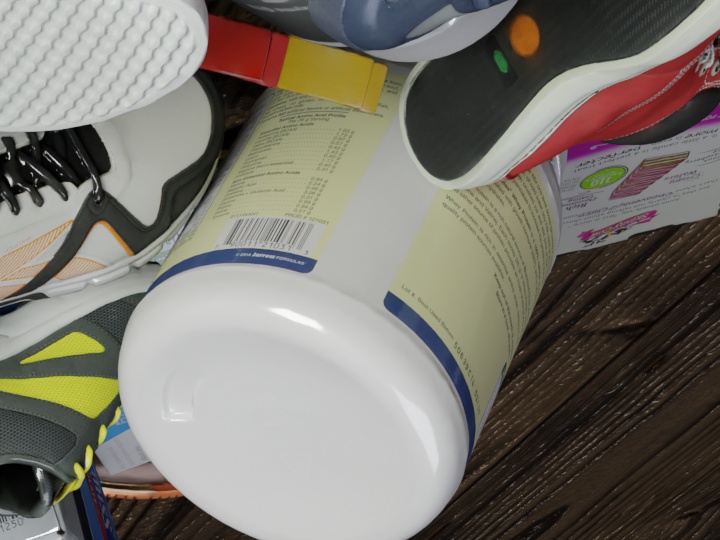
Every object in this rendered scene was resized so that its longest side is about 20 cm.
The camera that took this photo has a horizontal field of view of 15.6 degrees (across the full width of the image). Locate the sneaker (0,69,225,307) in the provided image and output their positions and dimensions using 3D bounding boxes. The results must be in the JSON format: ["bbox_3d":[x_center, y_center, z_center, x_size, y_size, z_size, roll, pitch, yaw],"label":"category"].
[{"bbox_3d":[-0.132,-0.023,0.993,0.200,0.074,0.080,-33,168,-21],"label":"sneaker"}]

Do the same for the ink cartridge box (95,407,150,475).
[{"bbox_3d":[-0.052,0.025,1.319,0.199,0.068,0.115,-21,160,-1],"label":"ink cartridge box"}]

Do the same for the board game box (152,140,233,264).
[{"bbox_3d":[-0.034,-0.016,1.219,0.199,0.023,0.105,-17,123,-7],"label":"board game box"}]

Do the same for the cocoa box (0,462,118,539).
[{"bbox_3d":[-0.234,0.116,1.281,0.199,0.134,0.131,-21,160,3],"label":"cocoa box"}]

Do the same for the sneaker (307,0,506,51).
[{"bbox_3d":[0.078,-0.120,0.813,0.200,0.082,0.070,-37,154,-1],"label":"sneaker"}]

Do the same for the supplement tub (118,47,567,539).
[{"bbox_3d":[0.000,0.000,1.081,0.145,0.145,0.200,-42,-165,45],"label":"supplement tub"}]

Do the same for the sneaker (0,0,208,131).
[{"bbox_3d":[-0.144,-0.107,0.823,0.199,0.115,0.073,2,143,2],"label":"sneaker"}]

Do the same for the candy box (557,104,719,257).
[{"bbox_3d":[0.129,-0.079,1.240,0.136,0.061,0.200,-14,158,-18],"label":"candy box"}]

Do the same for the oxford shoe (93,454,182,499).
[{"bbox_3d":[-0.077,0.066,1.425,0.199,0.071,0.073,-16,140,-25],"label":"oxford shoe"}]

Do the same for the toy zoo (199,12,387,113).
[{"bbox_3d":[-0.081,-0.090,0.954,0.131,0.021,0.200,19,-174,37],"label":"toy zoo"}]

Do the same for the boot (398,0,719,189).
[{"bbox_3d":[0.122,-0.102,0.995,0.144,0.073,0.200,-12,162,-40],"label":"boot"}]

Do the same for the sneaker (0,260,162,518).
[{"bbox_3d":[-0.131,0.058,1.082,0.200,0.085,0.074,-18,164,-39],"label":"sneaker"}]

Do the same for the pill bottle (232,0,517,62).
[{"bbox_3d":[-0.018,-0.140,0.875,0.114,0.114,0.200,-28,158,19],"label":"pill bottle"}]

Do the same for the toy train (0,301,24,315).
[{"bbox_3d":[-0.195,0.004,1.115,0.200,0.087,0.114,-32,162,27],"label":"toy train"}]
